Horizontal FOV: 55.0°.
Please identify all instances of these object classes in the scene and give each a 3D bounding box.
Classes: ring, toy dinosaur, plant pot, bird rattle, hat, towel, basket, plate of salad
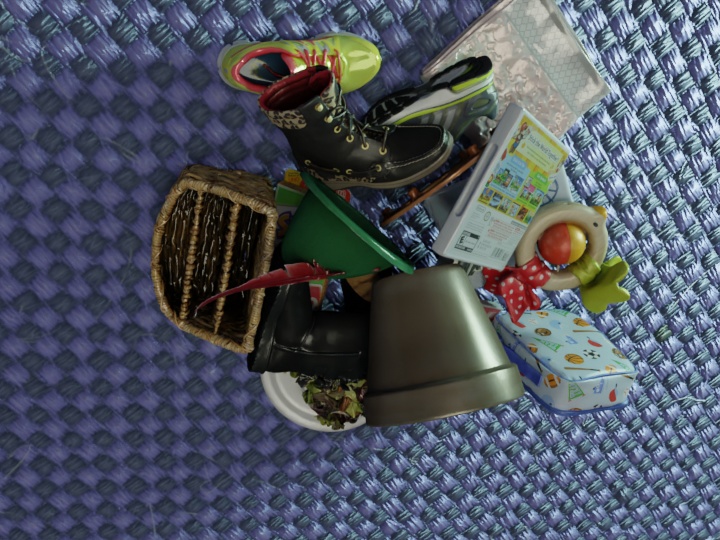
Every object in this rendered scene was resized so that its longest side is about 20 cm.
[{"bbox_3d":[0.101,-0.118,0.858,0.200,0.200,0.019,-36,95,5],"label":"ring"},{"bbox_3d":[0.000,0.000,0.937,0.106,0.060,0.200,-44,103,12],"label":"toy dinosaur"},{"bbox_3d":[0.087,0.089,0.866,0.199,0.200,0.175,-11,82,-6],"label":"plant pot"},{"bbox_3d":[0.272,-0.019,0.971,0.199,0.113,0.164,1,113,6],"label":"bird rattle"},{"bbox_3d":[-0.065,0.000,0.801,0.200,0.166,0.176,37,99,-28],"label":"hat"},{"bbox_3d":[0.207,-0.245,0.909,0.191,0.032,0.200,-41,114,8],"label":"towel"},{"bbox_3d":[-0.189,-0.020,0.863,0.142,0.149,0.201,9,112,-15],"label":"basket"},{"bbox_3d":[-0.049,0.153,1.005,0.199,0.048,0.201,1,110,2],"label":"plate of salad"}]

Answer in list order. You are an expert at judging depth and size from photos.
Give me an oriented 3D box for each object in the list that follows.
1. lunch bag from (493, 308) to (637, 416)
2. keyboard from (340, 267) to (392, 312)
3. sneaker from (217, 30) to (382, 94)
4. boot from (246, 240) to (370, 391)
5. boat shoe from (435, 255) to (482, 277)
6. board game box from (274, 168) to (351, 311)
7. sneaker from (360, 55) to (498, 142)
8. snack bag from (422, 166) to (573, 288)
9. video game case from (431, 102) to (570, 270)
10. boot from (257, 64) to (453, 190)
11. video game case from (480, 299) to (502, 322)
[{"bbox_3d":[0.280,0.126,0.995,0.159,0.200,0.076,-5,117,-24],"label":"lunch bag"},{"bbox_3d":[0.037,0.076,1.018,0.103,0.040,0.201,-9,110,7],"label":"keyboard"},{"bbox_3d":[-0.068,-0.238,0.824,0.199,0.090,0.079,-9,113,-9],"label":"sneaker"},{"bbox_3d":[-0.050,0.063,0.898,0.162,0.073,0.199,9,112,-21],"label":"boot"},{"bbox_3d":[0.145,-0.014,0.949,0.061,0.073,0.201,12,117,-11],"label":"boat shoe"},{"bbox_3d":[-0.081,-0.027,0.921,0.095,0.030,0.201,21,112,10],"label":"board game box"},{"bbox_3d":[0.083,-0.189,0.870,0.199,0.074,0.081,-20,124,20],"label":"sneaker"},{"bbox_3d":[0.205,-0.068,0.977,0.199,0.021,0.189,-23,124,7],"label":"snack bag"},{"bbox_3d":[0.176,-0.090,0.840,0.200,0.023,0.183,10,111,-58],"label":"video game case"},{"bbox_3d":[-0.008,-0.164,0.794,0.199,0.074,0.151,-2,149,27],"label":"boot"},{"bbox_3d":[0.119,0.125,1.015,0.143,0.017,0.200,12,116,-55],"label":"video game case"}]
